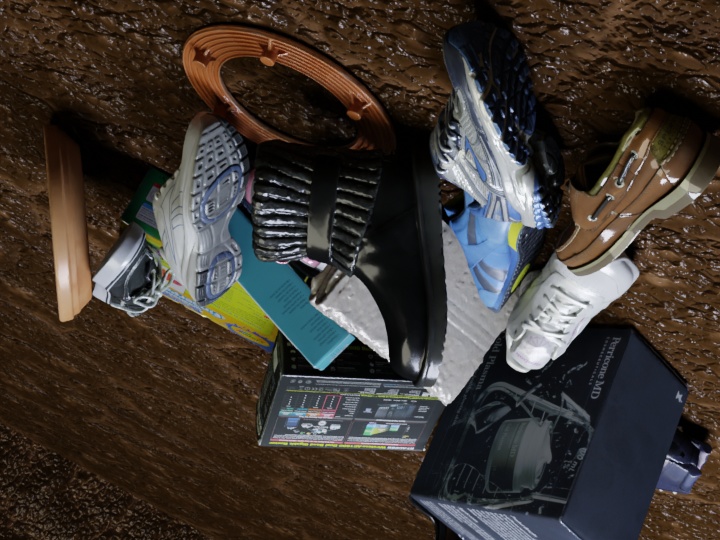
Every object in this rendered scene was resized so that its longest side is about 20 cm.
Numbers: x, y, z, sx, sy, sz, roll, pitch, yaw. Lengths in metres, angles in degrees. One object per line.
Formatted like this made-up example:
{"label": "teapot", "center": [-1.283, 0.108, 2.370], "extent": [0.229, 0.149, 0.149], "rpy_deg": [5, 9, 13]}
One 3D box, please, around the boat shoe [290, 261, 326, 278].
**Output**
{"label": "boat shoe", "center": [0.000, 0.000, 1.344], "extent": [0.198, 0.072, 0.068], "rpy_deg": [24, 163, 17]}

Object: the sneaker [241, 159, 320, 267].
{"label": "sneaker", "center": [-0.077, -0.051, 1.267], "extent": [0.070, 0.083, 0.199], "rpy_deg": [25, 173, -27]}

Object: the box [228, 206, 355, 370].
{"label": "box", "center": [-0.090, 0.007, 1.364], "extent": [0.200, 0.049, 0.082], "rpy_deg": [48, 178, 6]}

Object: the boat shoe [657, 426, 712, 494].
{"label": "boat shoe", "center": [0.310, 0.216, 1.496], "extent": [0.092, 0.075, 0.200], "rpy_deg": [29, 159, 10]}

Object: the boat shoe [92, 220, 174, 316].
{"label": "boat shoe", "center": [-0.230, 0.009, 1.416], "extent": [0.068, 0.074, 0.199], "rpy_deg": [34, 158, -4]}

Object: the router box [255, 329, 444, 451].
{"label": "router box", "center": [-0.007, 0.133, 1.524], "extent": [0.197, 0.063, 0.151], "rpy_deg": [4, 142, -13]}

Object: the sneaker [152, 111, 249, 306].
{"label": "sneaker", "center": [-0.155, -0.060, 1.264], "extent": [0.087, 0.074, 0.202], "rpy_deg": [35, 134, 26]}

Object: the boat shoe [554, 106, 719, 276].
{"label": "boat shoe", "center": [0.185, -0.062, 1.012], "extent": [0.068, 0.072, 0.200], "rpy_deg": [32, 149, -5]}

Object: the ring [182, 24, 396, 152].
{"label": "ring", "center": [-0.063, -0.136, 1.171], "extent": [0.198, 0.019, 0.201], "rpy_deg": [21, 159, 9]}

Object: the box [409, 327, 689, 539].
{"label": "box", "center": [0.183, 0.167, 1.352], "extent": [0.195, 0.202, 0.124], "rpy_deg": [1, 148, 46]}

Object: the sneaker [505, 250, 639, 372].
{"label": "sneaker", "center": [0.177, 0.034, 1.190], "extent": [0.074, 0.100, 0.200], "rpy_deg": [27, 157, -1]}

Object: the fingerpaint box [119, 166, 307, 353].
{"label": "fingerpaint box", "center": [-0.157, -0.008, 1.494], "extent": [0.198, 0.074, 0.167], "rpy_deg": [28, 158, 0]}

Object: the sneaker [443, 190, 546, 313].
{"label": "sneaker", "center": [0.111, -0.032, 1.171], "extent": [0.078, 0.066, 0.201], "rpy_deg": [31, 160, 15]}

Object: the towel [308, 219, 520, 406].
{"label": "towel", "center": [0.053, 0.023, 1.252], "extent": [0.200, 0.133, 0.034], "rpy_deg": [39, 177, -34]}

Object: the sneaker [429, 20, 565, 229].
{"label": "sneaker", "center": [0.083, -0.095, 0.994], "extent": [0.084, 0.078, 0.201], "rpy_deg": [0, 144, 24]}

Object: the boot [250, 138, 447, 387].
{"label": "boot", "center": [-0.010, -0.005, 1.147], "extent": [0.155, 0.214, 0.079], "rpy_deg": [-3, -170, -1]}

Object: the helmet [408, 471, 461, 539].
{"label": "helmet", "center": [0.162, 0.292, 1.684], "extent": [0.197, 0.193, 0.200], "rpy_deg": [-11, 165, -3]}

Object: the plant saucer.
{"label": "plant saucer", "center": [-0.300, -0.050, 1.432], "extent": [0.037, 0.203, 0.200], "rpy_deg": [-5, 163, -13]}
